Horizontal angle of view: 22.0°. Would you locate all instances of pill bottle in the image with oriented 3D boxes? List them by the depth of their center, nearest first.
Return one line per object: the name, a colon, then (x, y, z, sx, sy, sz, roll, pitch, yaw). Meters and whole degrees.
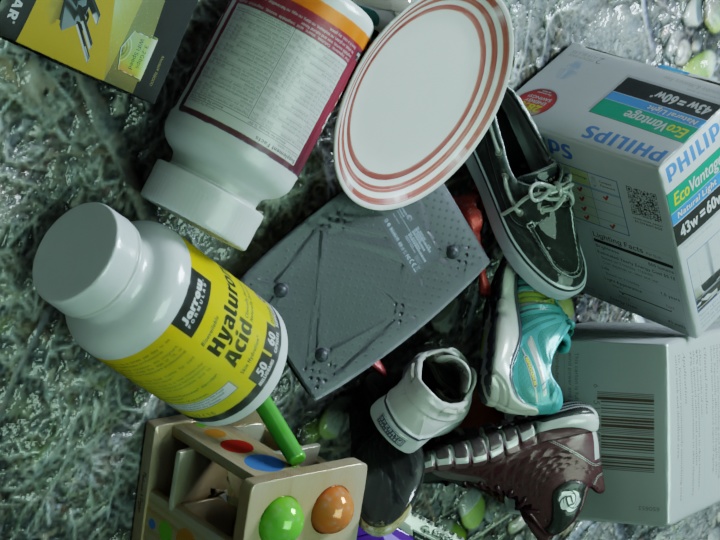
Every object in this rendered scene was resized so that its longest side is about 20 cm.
pill bottle: (-0.152, 0.031, 1.395, 0.200, 0.111, 0.112, 39, 80, -46)
pill bottle: (-0.080, -0.124, 1.397, 0.109, 0.109, 0.201, 31, 85, -47)

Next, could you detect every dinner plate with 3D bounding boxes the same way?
dinner plate: (0.047, -0.141, 1.479, 0.200, 0.024, 0.201, -33, 141, -31)

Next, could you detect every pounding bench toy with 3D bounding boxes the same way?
pounding bench toy: (-0.081, 0.163, 1.489, 0.124, 0.156, 0.201, -6, 111, -42)

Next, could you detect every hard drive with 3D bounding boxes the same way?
hard drive: (0.000, 0.000, 1.543, 0.200, 0.042, 0.135, -38, 106, -19)

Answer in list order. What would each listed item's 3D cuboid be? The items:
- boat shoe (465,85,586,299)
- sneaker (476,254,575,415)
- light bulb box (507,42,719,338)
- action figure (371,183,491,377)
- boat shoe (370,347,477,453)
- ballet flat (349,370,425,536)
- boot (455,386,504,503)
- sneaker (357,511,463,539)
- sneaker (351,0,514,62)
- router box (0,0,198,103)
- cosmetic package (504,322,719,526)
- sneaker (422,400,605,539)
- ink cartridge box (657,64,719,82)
boat shoe: (0.151, -0.071, 1.607, 0.073, 0.068, 0.200, -23, 90, -35)
sneaker: (0.151, 0.045, 1.644, 0.078, 0.079, 0.201, 111, -10, -54)
light bulb box: (0.248, -0.075, 1.674, 0.125, 0.198, 0.201, -41, 133, -26)
action figure: (0.072, 0.013, 1.640, 0.099, 0.065, 0.200, 42, 79, -39)
boat shoe: (0.068, 0.097, 1.592, 0.066, 0.072, 0.200, -44, 171, 20)
ballet flat: (0.021, 0.161, 1.580, 0.066, 0.200, 0.057, 6, 123, -2)
boot: (0.152, 0.169, 1.783, 0.108, 0.075, 0.200, -59, 136, -15)
sneaker: (-0.003, 0.240, 1.605, 0.199, 0.070, 0.100, 28, 85, -13)
sneaker: (0.043, -0.193, 1.524, 0.200, 0.070, 0.094, 34, 90, -44)
router box: (-0.175, -0.237, 1.296, 0.157, 0.052, 0.201, 21, 93, -47)
cosmetic package: (0.248, 0.138, 1.732, 0.200, 0.166, 0.168, -5, 94, -60)
sneaker: (0.123, 0.193, 1.622, 0.199, 0.076, 0.116, -15, 96, 3)
ink cartridge box: (0.350, -0.111, 1.756, 0.067, 0.200, 0.116, -39, 130, -25)
